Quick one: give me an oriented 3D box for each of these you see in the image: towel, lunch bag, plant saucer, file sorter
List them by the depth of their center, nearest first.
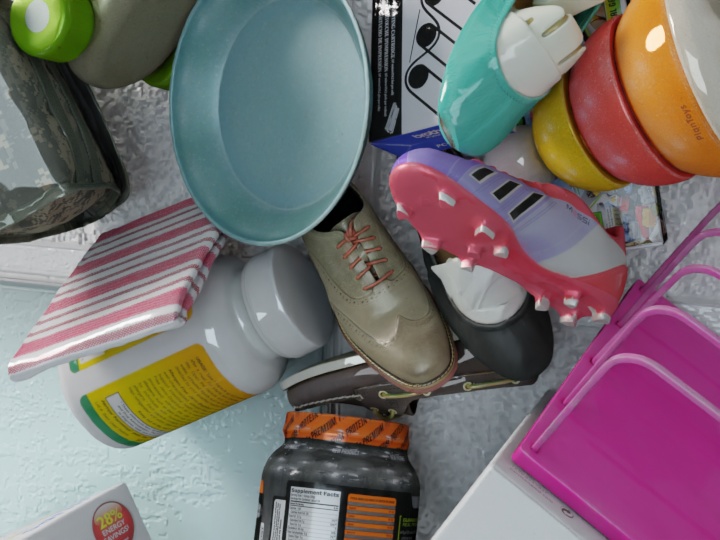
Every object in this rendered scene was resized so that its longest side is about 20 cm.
[{"bbox_3d":[0.215,0.066,0.633,0.139,0.200,0.126,38,136,9],"label":"file sorter"},{"bbox_3d":[-0.059,-0.118,0.743,0.199,0.036,0.202,3,95,40],"label":"plant saucer"},{"bbox_3d":[-0.165,0.006,0.790,0.145,0.200,0.030,-19,117,21],"label":"towel"},{"bbox_3d":[-0.262,-0.111,0.807,0.117,0.200,0.165,-25,93,6],"label":"lunch bag"}]

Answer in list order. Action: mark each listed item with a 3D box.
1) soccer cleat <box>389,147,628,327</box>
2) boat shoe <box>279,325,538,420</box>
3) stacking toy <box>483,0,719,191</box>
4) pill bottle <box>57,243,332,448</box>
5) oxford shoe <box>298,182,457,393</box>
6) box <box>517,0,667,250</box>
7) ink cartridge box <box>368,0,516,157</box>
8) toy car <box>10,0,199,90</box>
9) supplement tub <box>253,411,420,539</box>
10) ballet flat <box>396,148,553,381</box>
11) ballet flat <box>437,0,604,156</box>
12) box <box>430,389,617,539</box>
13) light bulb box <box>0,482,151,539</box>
[{"bbox_3d":[0.097,-0.032,0.656,0.066,0.199,0.077,-12,55,51],"label":"soccer cleat"},{"bbox_3d":[0.034,0.080,0.791,0.199,0.072,0.060,-18,88,15],"label":"boat shoe"},{"bbox_3d":[0.158,-0.100,0.669,0.199,0.146,0.147,-21,90,38],"label":"stacking toy"},{"bbox_3d":[-0.127,0.056,0.822,0.199,0.113,0.113,-25,88,21],"label":"pill bottle"},{"bbox_3d":[0.000,0.000,0.749,0.070,0.075,0.200,-33,60,-5],"label":"oxford shoe"},{"bbox_3d":[0.146,-0.110,0.743,0.109,0.035,0.202,-9,94,21],"label":"box"},{"bbox_3d":[0.055,-0.185,0.715,0.093,0.044,0.202,-9,73,38],"label":"ink cartridge box"},{"bbox_3d":[-0.203,-0.253,0.791,0.200,0.164,0.158,48,109,18],"label":"toy car"},{"bbox_3d":[-0.020,0.211,0.781,0.122,0.122,0.202,3,79,19],"label":"supplement tub"},{"bbox_3d":[0.070,-0.017,0.730,0.068,0.068,0.201,-27,67,2],"label":"ballet flat"},{"bbox_3d":[0.112,-0.156,0.640,0.067,0.201,0.070,44,152,-26],"label":"ballet flat"},{"bbox_3d":[0.108,0.189,0.707,0.106,0.200,0.153,38,108,12],"label":"box"},{"bbox_3d":[-0.287,0.286,0.842,0.199,0.198,0.126,-27,89,37],"label":"light bulb box"}]
